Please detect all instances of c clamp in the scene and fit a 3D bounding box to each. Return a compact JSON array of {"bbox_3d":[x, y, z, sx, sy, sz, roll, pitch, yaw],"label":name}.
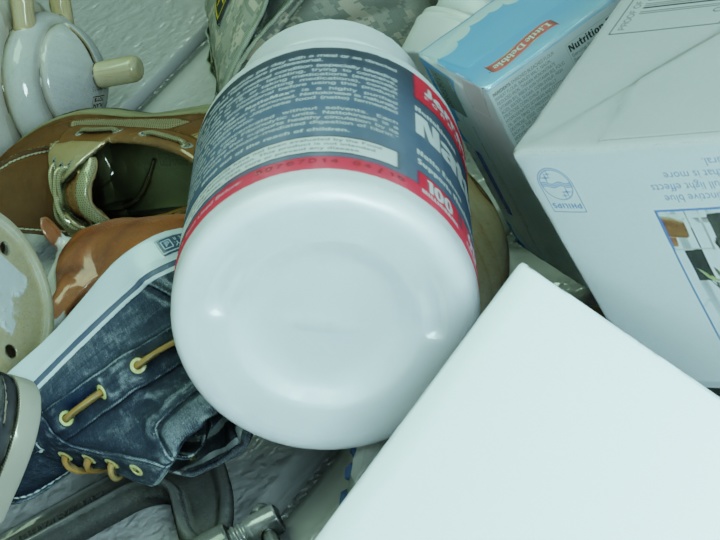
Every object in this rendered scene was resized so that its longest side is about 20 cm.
[{"bbox_3d":[-0.124,0.144,0.950,0.200,0.027,0.171,-27,30,6],"label":"c clamp"}]

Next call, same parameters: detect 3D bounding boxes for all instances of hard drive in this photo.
[{"bbox_3d":[0.050,0.114,0.717,0.132,0.027,0.200,35,86,18],"label":"hard drive"}]

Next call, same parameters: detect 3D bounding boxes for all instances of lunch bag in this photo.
[{"bbox_3d":[-0.013,-0.177,1.250,0.200,0.118,0.164,-32,29,9],"label":"lunch bag"}]

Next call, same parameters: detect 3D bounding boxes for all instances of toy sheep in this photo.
[{"bbox_3d":[-0.233,-0.122,1.346,0.200,0.138,0.138,-6,37,26],"label":"toy sheep"}]

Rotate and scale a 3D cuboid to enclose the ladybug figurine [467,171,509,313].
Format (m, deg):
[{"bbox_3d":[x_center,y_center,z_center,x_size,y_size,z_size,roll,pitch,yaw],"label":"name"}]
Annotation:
[{"bbox_3d":[0.000,0.000,0.992,0.136,0.072,0.200,-18,37,-10],"label":"ladybug figurine"}]

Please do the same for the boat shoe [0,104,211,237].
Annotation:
[{"bbox_3d":[-0.146,-0.056,1.204,0.200,0.076,0.074,-10,13,32],"label":"boat shoe"}]

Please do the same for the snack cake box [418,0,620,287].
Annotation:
[{"bbox_3d":[0.140,-0.101,0.923,0.200,0.115,0.067,-36,30,-10],"label":"snack cake box"}]

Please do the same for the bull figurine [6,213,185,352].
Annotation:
[{"bbox_3d":[-0.118,0.012,1.108,0.200,0.065,0.121,-11,39,35],"label":"bull figurine"}]

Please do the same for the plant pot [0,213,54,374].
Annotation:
[{"bbox_3d":[-0.260,0.037,1.048,0.200,0.187,0.187,-20,31,31],"label":"plant pot"}]

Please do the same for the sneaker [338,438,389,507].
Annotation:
[{"bbox_3d":[0.035,0.117,0.821,0.085,0.077,0.200,0,48,27],"label":"sneaker"}]

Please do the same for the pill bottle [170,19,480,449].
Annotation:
[{"bbox_3d":[-0.013,-0.027,0.864,0.120,0.120,0.200,-23,27,12],"label":"pill bottle"}]

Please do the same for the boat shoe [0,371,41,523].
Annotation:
[{"bbox_3d":[-0.211,0.133,0.936,0.073,0.063,0.200,19,86,58],"label":"boat shoe"}]

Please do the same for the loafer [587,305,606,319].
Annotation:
[{"bbox_3d":[0.096,0.037,0.816,0.073,0.071,0.200,-37,-2,38],"label":"loafer"}]

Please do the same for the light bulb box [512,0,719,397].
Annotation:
[{"bbox_3d":[0.188,-0.032,0.764,0.125,0.200,0.198,-1,41,43],"label":"light bulb box"}]

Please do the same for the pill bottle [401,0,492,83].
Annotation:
[{"bbox_3d":[0.103,-0.182,1.113,0.113,0.113,0.200,19,78,53],"label":"pill bottle"}]

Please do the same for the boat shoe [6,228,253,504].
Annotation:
[{"bbox_3d":[-0.117,0.074,0.974,0.071,0.091,0.200,-8,-30,-47],"label":"boat shoe"}]
